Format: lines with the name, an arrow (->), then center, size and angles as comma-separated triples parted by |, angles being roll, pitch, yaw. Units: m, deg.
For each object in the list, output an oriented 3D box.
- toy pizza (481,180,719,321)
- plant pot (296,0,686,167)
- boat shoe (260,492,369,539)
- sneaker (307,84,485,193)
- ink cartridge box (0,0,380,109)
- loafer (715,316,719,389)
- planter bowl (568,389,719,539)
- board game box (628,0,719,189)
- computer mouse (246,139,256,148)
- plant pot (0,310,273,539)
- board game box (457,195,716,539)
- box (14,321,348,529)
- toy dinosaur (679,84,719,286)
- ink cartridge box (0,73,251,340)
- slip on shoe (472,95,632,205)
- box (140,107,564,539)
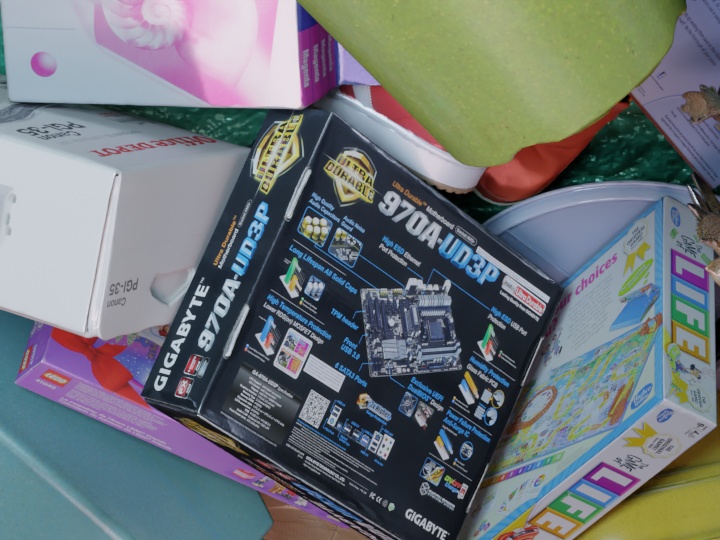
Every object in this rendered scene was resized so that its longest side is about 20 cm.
toy pizza -> 0.140, 0.013, 1.533 | 0.199, 0.032, 0.201 | 2, 140, 2
plant pot -> 0.038, -0.151, 1.202 | 0.200, 0.200, 0.190 | -27, 113, 25
boat shoe -> -0.037, 0.120, 1.622 | 0.199, 0.065, 0.072 | 23, 136, -13
sneaker -> -0.003, -0.131, 1.387 | 0.199, 0.071, 0.113 | 29, 117, -9
ink cartridge box -> -0.071, -0.172, 1.320 | 0.199, 0.043, 0.197 | 1, 113, 9
loafer -> 0.251, -0.010, 1.445 | 0.063, 0.072, 0.200 | 38, 95, -10
planter bowl -> 0.174, 0.099, 1.514 | 0.200, 0.200, 0.084 | -13, 87, 14
board game box -> 0.172, -0.111, 1.366 | 0.103, 0.019, 0.200 | -33, 147, 11
computer mouse -> 0.000, 0.000, 1.477 | 0.200, 0.110, 0.044 | 54, 157, -24
plant pot -> -0.159, 0.116, 1.523 | 0.200, 0.141, 0.141 | 40, 127, 2
board game box -> 0.107, 0.070, 1.473 | 0.034, 0.135, 0.200 | 26, 135, -22
box -> -0.068, 0.033, 1.493 | 0.199, 0.137, 0.039 | 26, 149, -19
toy dinosaur -> 0.225, -0.064, 1.385 | 0.200, 0.086, 0.136 | -40, 160, -10
ink cartridge box -> -0.171, -0.040, 1.372 | 0.199, 0.146, 0.083 | 17, 103, 22
slip on shoe -> 0.107, -0.099, 1.417 | 0.074, 0.061, 0.200 | 22, 131, -19
box -> 0.001, 0.035, 1.404 | 0.046, 0.159, 0.200 | 12, 164, 46
